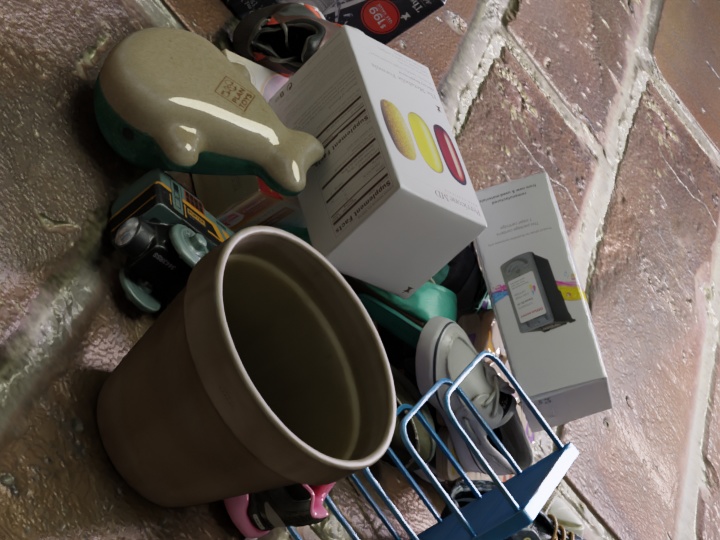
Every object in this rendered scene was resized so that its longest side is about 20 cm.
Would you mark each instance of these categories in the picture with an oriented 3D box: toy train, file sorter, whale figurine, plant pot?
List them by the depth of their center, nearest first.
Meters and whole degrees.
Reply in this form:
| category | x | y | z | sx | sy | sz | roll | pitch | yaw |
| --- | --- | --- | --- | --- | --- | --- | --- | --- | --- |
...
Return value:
| category | x | y | z | sx | sy | sz | roll | pitch | yaw |
| --- | --- | --- | --- | --- | --- | --- | --- | --- | --- |
| plant pot | -0.100 | 0.094 | 1.495 | 0.200 | 0.173 | 0.200 | 39 | 33 | -32 |
| file sorter | 0.053 | 0.177 | 1.636 | 0.123 | 0.200 | 0.139 | 54 | 29 | -1 |
| toy train | -0.127 | 0.002 | 1.643 | 0.200 | 0.085 | 0.114 | 38 | 25 | -34 |
| whale figurine | -0.134 | -0.119 | 1.680 | 0.200 | 0.104 | 0.159 | 29 | 37 | -3 |

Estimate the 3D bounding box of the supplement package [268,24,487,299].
| category | x | y | z | sx | sy | sz | roll | pitch | yaw |
| --- | --- | --- | --- | --- | --- | --- | --- | --- | --- |
| supplement package | 0.013 | -0.095 | 1.732 | 0.114 | 0.110 | 0.200 | 21 | 37 | -40 |

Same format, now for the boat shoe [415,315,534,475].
| category | x | y | z | sx | sy | sz | roll | pitch | yaw |
| --- | --- | --- | --- | --- | --- | --- | --- | --- | --- |
| boat shoe | 0.106 | 0.117 | 1.757 | 0.072 | 0.066 | 0.200 | -57 | 141 | -34 |

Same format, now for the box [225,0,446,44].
| category | x | y | z | sx | sy | sz | roll | pitch | yaw |
| --- | --- | --- | --- | --- | --- | --- | --- | --- | --- |
| box | -0.037 | -0.312 | 1.973 | 0.200 | 0.182 | 0.104 | 47 | 31 | -20 |

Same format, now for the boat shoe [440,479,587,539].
| category | x | y | z | sx | sy | sz | roll | pitch | yaw |
| --- | --- | --- | --- | --- | --- | --- | --- | --- | --- |
| boat shoe | 0.163 | 0.248 | 1.747 | 0.199 | 0.091 | 0.071 | 14 | 51 | 3 |

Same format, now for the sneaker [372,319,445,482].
| category | x | y | z | sx | sy | sz | roll | pitch | yaw |
| --- | --- | --- | --- | --- | --- | --- | --- | --- | --- |
| sneaker | 0.049 | 0.097 | 1.831 | 0.200 | 0.079 | 0.078 | 62 | 28 | 2 |

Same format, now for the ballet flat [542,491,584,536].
| category | x | y | z | sx | sy | sz | roll | pitch | yaw |
| --- | --- | --- | --- | --- | --- | --- | --- | --- | --- |
| ballet flat | 0.171 | 0.260 | 1.866 | 0.200 | 0.075 | 0.068 | -52 | 141 | -60 |

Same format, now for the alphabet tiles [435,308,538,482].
| category | x | y | z | sx | sy | sz | roll | pitch | yaw |
| --- | --- | --- | --- | --- | --- | --- | --- | --- | --- |
| alphabet tiles | 0.123 | 0.134 | 1.875 | 0.200 | 0.015 | 0.196 | -10 | 103 | -60 |

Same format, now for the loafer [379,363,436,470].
| category | x | y | z | sx | sy | sz | roll | pitch | yaw |
| --- | --- | --- | --- | --- | --- | --- | --- | --- | --- |
| loafer | -0.014 | 0.101 | 1.742 | 0.200 | 0.075 | 0.070 | 50 | 35 | 1 |

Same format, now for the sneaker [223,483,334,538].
| category | x | y | z | sx | sy | sz | roll | pitch | yaw |
| --- | --- | --- | --- | --- | --- | --- | --- | --- | --- |
| sneaker | -0.033 | 0.131 | 1.599 | 0.079 | 0.095 | 0.200 | 53 | 44 | -35 |

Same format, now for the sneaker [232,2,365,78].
| category | x | y | z | sx | sy | sz | roll | pitch | yaw |
| --- | --- | --- | --- | --- | --- | --- | --- | --- | --- |
| sneaker | -0.074 | -0.219 | 1.852 | 0.082 | 0.200 | 0.077 | 11 | 93 | -37 |

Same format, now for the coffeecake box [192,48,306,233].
| category | x | y | z | sx | sy | sz | roll | pitch | yaw |
| --- | --- | --- | --- | --- | --- | --- | --- | --- | --- |
| coffeecake box | -0.069 | -0.097 | 1.831 | 0.200 | 0.073 | 0.154 | 19 | 48 | -49 |

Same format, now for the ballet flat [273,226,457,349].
| category | x | y | z | sx | sy | sz | roll | pitch | yaw |
| --- | --- | --- | --- | --- | --- | --- | --- | --- | --- |
| ballet flat | 0.000 | 0.000 | 1.780 | 0.200 | 0.067 | 0.071 | 30 | 62 | 0 |

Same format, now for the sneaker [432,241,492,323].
| category | x | y | z | sx | sy | sz | roll | pitch | yaw |
| --- | --- | --- | --- | --- | --- | --- | --- | --- | --- |
| sneaker | 0.106 | 0.017 | 1.893 | 0.087 | 0.075 | 0.200 | 30 | -6 | -3 |

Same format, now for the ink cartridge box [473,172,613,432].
| category | x | y | z | sx | sy | sz | roll | pitch | yaw |
| --- | --- | --- | --- | --- | --- | --- | --- | --- | --- |
| ink cartridge box | 0.163 | 0.031 | 1.802 | 0.148 | 0.085 | 0.201 | 57 | 17 | -72 |
